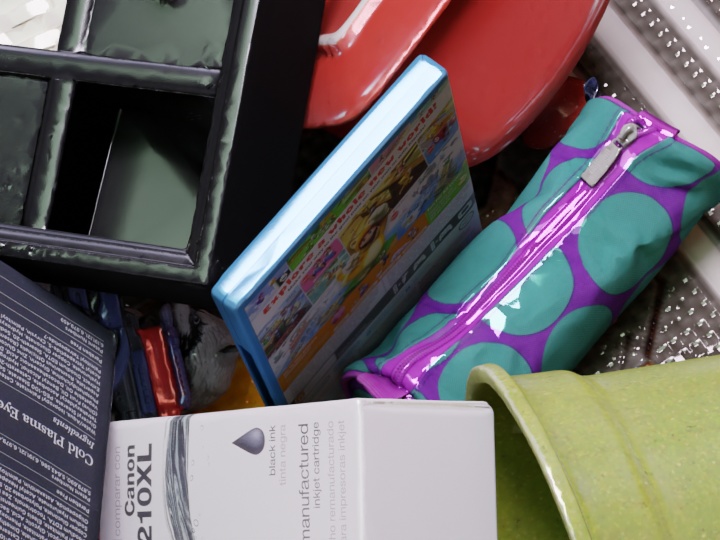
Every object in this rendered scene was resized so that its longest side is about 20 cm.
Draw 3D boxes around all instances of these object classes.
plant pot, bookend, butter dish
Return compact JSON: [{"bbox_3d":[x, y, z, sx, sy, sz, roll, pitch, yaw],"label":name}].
[{"bbox_3d":[0.164,0.111,1.130,0.184,0.200,0.201,-17,60,-8],"label":"plant pot"},{"bbox_3d":[-0.129,-0.095,1.200,0.198,0.092,0.200,9,82,17],"label":"bookend"},{"bbox_3d":[0.053,-0.118,1.296,0.200,0.148,0.199,-54,20,-11],"label":"butter dish"}]

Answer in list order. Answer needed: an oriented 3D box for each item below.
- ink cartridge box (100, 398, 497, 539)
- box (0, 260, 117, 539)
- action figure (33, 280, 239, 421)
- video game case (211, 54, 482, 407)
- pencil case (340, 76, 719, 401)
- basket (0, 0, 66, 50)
[{"bbox_3d":[-0.037,0.134,1.140,0.200,0.084,0.145,-8,80,47],"label":"ink cartridge box"},{"bbox_3d":[-0.213,0.117,1.144,0.200,0.104,0.182,-34,38,30],"label":"box"},{"bbox_3d":[-0.153,0.036,1.286,0.193,0.105,0.200,-5,84,6],"label":"action figure"},{"bbox_3d":[0.000,0.000,1.206,0.018,0.200,0.143,37,76,20],"label":"video game case"},{"bbox_3d":[0.082,0.006,1.247,0.085,0.092,0.200,36,77,26],"label":"pencil case"},{"bbox_3d":[-0.173,-0.131,1.346,0.176,0.139,0.200,-22,77,0],"label":"basket"}]
